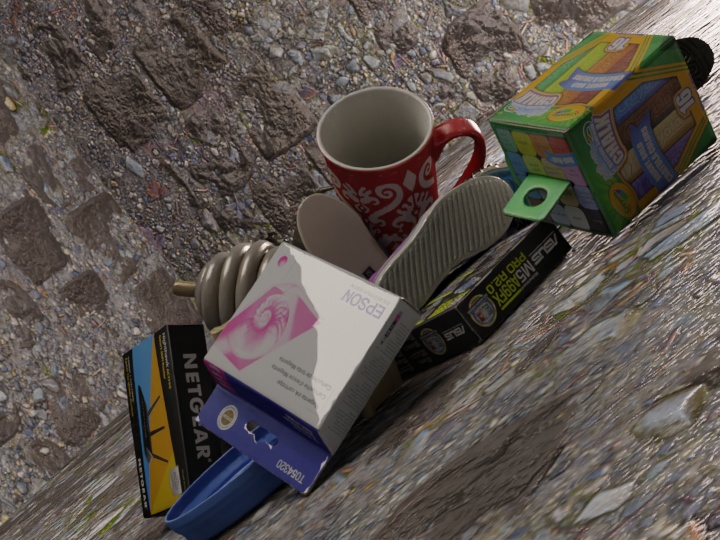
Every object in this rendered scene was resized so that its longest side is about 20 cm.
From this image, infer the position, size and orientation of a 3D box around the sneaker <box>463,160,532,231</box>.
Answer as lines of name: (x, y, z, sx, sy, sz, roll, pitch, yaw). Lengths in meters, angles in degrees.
sneaker: (0.171, -0.073, 1.695, 0.199, 0.090, 0.079, -34, -24, -22)

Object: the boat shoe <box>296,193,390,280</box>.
boat shoe: (0.000, 0.000, 1.760, 0.075, 0.200, 0.093, -40, -2, -7)

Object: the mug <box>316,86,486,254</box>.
mug: (0.051, -0.090, 1.774, 0.176, 0.201, 0.134, 8, 51, 18)

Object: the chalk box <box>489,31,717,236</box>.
chalk box: (0.214, -0.120, 1.460, 0.200, 0.124, 0.124, -40, 29, -21)

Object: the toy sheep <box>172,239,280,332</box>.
toy sheep: (-0.119, 0.028, 1.763, 0.199, 0.139, 0.138, -1, 18, 16)

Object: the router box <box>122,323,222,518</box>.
router box: (-0.218, 0.176, 1.796, 0.051, 0.201, 0.149, -2, -16, -30)

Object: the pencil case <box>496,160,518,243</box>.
pencil case: (0.175, -0.082, 1.805, 0.200, 0.084, 0.085, -44, 16, -34)

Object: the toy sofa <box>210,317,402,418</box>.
toy sofa: (-0.066, 0.097, 1.562, 0.199, 0.083, 0.097, 5, 32, 43)

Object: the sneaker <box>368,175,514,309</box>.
sneaker: (0.072, -0.021, 1.625, 0.200, 0.073, 0.114, -40, 2, -17)

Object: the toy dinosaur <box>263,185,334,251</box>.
toy dinosaur: (-0.066, -0.021, 1.852, 0.200, 0.077, 0.103, -43, 43, 33)

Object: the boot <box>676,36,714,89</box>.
boot: (0.342, -0.212, 1.922, 0.181, 0.073, 0.200, -37, -2, -1)

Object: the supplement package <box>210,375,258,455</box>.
supplement package: (-0.150, 0.156, 1.881, 0.117, 0.118, 0.200, -42, 5, -34)

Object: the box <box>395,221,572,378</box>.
box: (0.103, 0.034, 1.558, 0.160, 0.044, 0.200, -43, 6, -34)

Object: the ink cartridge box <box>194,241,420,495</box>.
ink cartridge box: (-0.064, 0.087, 1.473, 0.196, 0.043, 0.201, 24, 77, 47)

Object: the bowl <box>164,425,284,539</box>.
bowl: (-0.116, 0.210, 1.612, 0.200, 0.039, 0.201, -39, 6, 4)
